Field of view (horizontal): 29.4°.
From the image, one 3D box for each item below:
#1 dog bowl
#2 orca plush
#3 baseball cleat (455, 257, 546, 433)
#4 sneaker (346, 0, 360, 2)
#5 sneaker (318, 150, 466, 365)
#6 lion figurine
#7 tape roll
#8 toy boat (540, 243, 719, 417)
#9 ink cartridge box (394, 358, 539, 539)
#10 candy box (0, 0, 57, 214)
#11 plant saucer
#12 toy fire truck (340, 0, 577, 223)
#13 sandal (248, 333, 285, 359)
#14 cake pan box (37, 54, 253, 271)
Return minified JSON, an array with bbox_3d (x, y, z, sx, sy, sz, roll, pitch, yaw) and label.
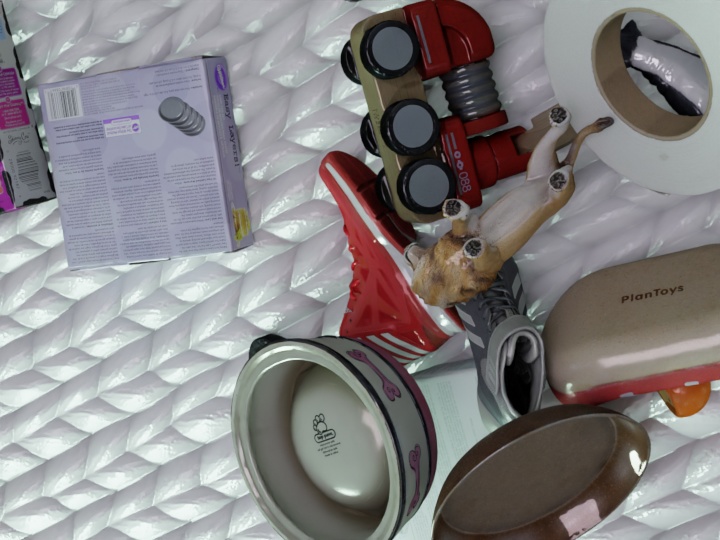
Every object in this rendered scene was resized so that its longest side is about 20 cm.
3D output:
[{"bbox_3d":[-0.018,0.147,1.179,0.199,0.073,0.203,16,114,39],"label":"dog bowl"},{"bbox_3d":[0.280,-0.116,1.101,0.198,0.106,0.071,21,142,6],"label":"orca plush"},{"bbox_3d":[0.121,0.039,1.150,0.069,0.107,0.202,-9,69,-13],"label":"baseball cleat"},{"bbox_3d":[0.048,-0.298,1.161,0.199,0.090,0.070,-34,104,-1],"label":"sneaker"},{"bbox_3d":[0.000,0.000,1.234,0.115,0.078,0.201,-37,84,22],"label":"sneaker"},{"bbox_3d":[0.121,-0.045,1.100,0.199,0.123,0.073,-33,71,0],"label":"lion figurine"},{"bbox_3d":[0.224,-0.151,1.021,0.202,0.037,0.204,33,143,29],"label":"tape roll"},{"bbox_3d":[0.251,0.069,1.137,0.198,0.131,0.131,-13,124,24],"label":"toy boat"},{"bbox_3d":[0.065,0.172,1.270,0.199,0.047,0.162,-13,96,40],"label":"ink cartridge box"},{"bbox_3d":[-0.389,-0.150,1.357,0.135,0.061,0.202,-11,97,36],"label":"candy box"},{"bbox_3d":[0.143,0.174,1.128,0.200,0.199,0.035,-47,46,22],"label":"plant saucer"},{"bbox_3d":[0.105,-0.148,1.154,0.198,0.129,0.178,-17,96,-13],"label":"toy fire truck"},{"bbox_3d":[-0.026,0.104,1.263,0.200,0.048,0.076,26,120,42],"label":"sandal"},{"bbox_3d":[-0.210,-0.100,1.314,0.198,0.052,0.187,-7,96,23],"label":"cake pan box"}]
